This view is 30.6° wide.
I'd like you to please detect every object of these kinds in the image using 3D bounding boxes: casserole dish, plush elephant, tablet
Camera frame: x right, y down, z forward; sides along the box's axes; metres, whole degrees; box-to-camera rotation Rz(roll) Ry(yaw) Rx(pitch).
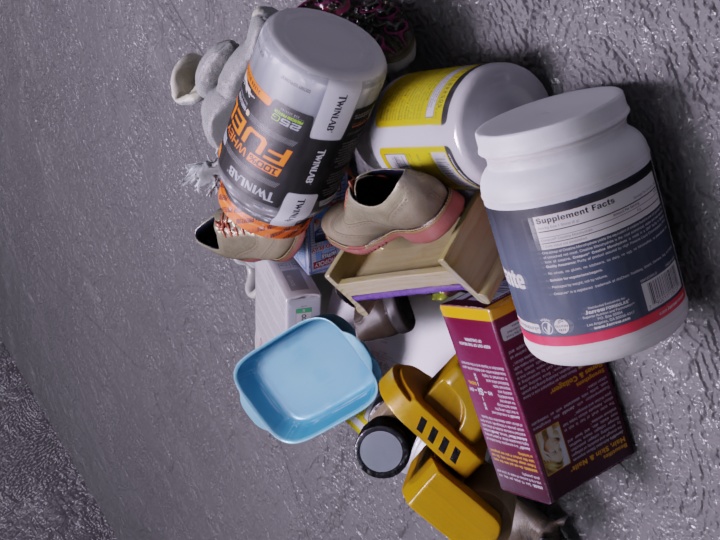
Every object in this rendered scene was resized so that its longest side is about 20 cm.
[{"bbox_3d":[-0.055,0.117,1.470,0.200,0.039,0.121,-33,96,36],"label":"casserole dish"},{"bbox_3d":[-0.112,-0.180,1.377,0.165,0.200,0.155,39,-160,-27],"label":"plush elephant"},{"bbox_3d":[0.034,0.068,1.457,0.200,0.014,0.130,16,91,42],"label":"tablet"}]

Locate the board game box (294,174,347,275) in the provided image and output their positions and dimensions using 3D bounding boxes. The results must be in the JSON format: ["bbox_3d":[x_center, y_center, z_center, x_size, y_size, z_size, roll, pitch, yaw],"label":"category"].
[{"bbox_3d":[-0.078,-0.102,1.542,0.200,0.062,0.200,12,113,58],"label":"board game box"}]

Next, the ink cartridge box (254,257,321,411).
[{"bbox_3d":[-0.089,0.079,1.583,0.161,0.050,0.200,-122,28,-57],"label":"ink cartridge box"}]

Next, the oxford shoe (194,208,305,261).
[{"bbox_3d":[-0.124,-0.044,1.484,0.200,0.075,0.071,-21,68,58],"label":"oxford shoe"}]

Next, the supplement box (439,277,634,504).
[{"bbox_3d":[0.168,0.104,1.251,0.086,0.110,0.200,4,116,61],"label":"supplement box"}]

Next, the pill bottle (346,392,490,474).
[{"bbox_3d":[0.052,0.161,1.505,0.200,0.114,0.114,39,144,40],"label":"pill bottle"}]

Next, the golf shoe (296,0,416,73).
[{"bbox_3d":[0.005,-0.223,1.322,0.200,0.073,0.092,34,158,57],"label":"golf shoe"}]

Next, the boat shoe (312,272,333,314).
[{"bbox_3d":[-0.050,0.026,1.655,0.200,0.073,0.062,105,176,-61],"label":"boat shoe"}]

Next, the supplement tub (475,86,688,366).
[{"bbox_3d":[0.179,-0.036,1.078,0.140,0.140,0.200,7,119,59],"label":"supplement tub"}]

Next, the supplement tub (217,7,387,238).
[{"bbox_3d":[-0.062,-0.134,1.238,0.123,0.122,0.200,48,133,29],"label":"supplement tub"}]

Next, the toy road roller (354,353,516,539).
[{"bbox_3d":[0.099,0.172,1.333,0.200,0.146,0.123,42,-165,-1],"label":"toy road roller"}]

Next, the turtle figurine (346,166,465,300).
[{"bbox_3d":[0.059,-0.054,1.361,0.200,0.064,0.161,25,146,30],"label":"turtle figurine"}]

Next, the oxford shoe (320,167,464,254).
[{"bbox_3d":[0.013,-0.065,1.218,0.075,0.071,0.200,38,155,-24],"label":"oxford shoe"}]

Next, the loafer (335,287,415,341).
[{"bbox_3d":[0.000,0.000,1.436,0.073,0.071,0.200,56,-169,-39],"label":"loafer"}]

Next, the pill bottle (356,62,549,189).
[{"bbox_3d":[0.077,-0.131,1.214,0.200,0.111,0.111,8,119,58],"label":"pill bottle"}]

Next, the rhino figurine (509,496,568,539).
[{"bbox_3d":[0.174,0.281,1.450,0.200,0.060,0.088,20,132,52],"label":"rhino figurine"}]

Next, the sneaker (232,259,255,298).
[{"bbox_3d":[-0.132,-0.051,1.685,0.075,0.087,0.200,26,133,53],"label":"sneaker"}]

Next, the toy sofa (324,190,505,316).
[{"bbox_3d":[0.067,-0.003,1.247,0.098,0.083,0.200,44,153,-24],"label":"toy sofa"}]
